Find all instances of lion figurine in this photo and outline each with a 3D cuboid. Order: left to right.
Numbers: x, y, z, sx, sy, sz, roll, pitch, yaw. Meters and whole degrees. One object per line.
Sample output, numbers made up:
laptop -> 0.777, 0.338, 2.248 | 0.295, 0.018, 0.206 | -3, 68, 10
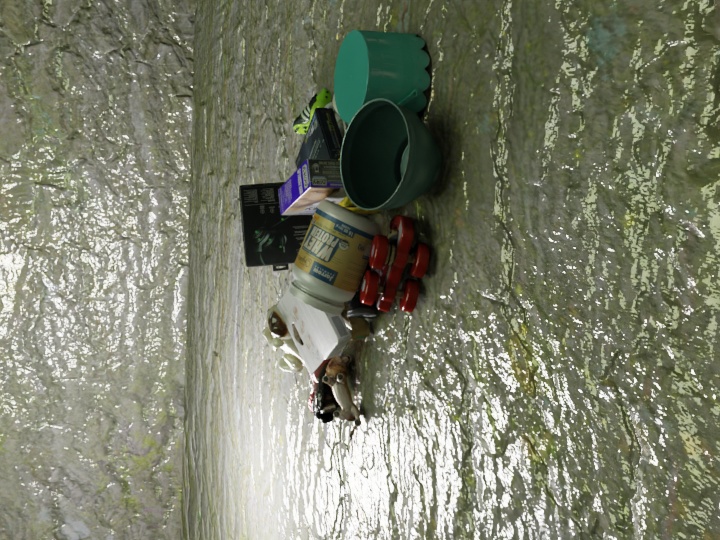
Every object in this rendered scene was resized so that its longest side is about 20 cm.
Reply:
lion figurine -> -0.039, 0.300, 1.732 | 0.122, 0.070, 0.206 | 46, -150, -78

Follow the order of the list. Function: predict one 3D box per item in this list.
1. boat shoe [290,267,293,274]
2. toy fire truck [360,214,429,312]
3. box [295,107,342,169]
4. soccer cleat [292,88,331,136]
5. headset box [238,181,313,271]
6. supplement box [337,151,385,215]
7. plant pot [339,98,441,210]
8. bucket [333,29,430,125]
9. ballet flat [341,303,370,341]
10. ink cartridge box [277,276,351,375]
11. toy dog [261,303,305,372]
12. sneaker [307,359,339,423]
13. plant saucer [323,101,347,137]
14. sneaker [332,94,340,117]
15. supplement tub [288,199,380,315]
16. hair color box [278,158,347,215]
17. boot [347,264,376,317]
boat shoe -> -0.142, 0.004, 1.832 | 0.071, 0.074, 0.206 | -1, 93, 63
toy fire truck -> 0.065, -0.024, 1.473 | 0.170, 0.109, 0.204 | -96, 18, -57
box -> -0.095, -0.261, 1.736 | 0.201, 0.050, 0.161 | 121, 137, -53
soccer cleat -> -0.123, -0.413, 1.905 | 0.199, 0.066, 0.083 | -18, 58, 63
headset box -> -0.196, -0.102, 1.715 | 0.093, 0.169, 0.206 | 179, 84, -80
supplement box -> 0.014, -0.190, 1.555 | 0.199, 0.106, 0.113 | 165, 102, -65
plant pot -> 0.071, -0.210, 1.378 | 0.198, 0.132, 0.207 | -6, 82, 49
bucket -> 0.037, -0.384, 1.465 | 0.206, 0.131, 0.214 | 179, 90, -66
ballet flat -> -0.058, 0.099, 1.707 | 0.198, 0.062, 0.070 | 34, 133, 38
ink cartridge box -> -0.112, 0.116, 1.698 | 0.203, 0.044, 0.177 | 61, 143, 19
toy dog -> -0.172, 0.165, 1.860 | 0.192, 0.140, 0.202 | 25, 154, 43
sneaker -> -0.087, 0.302, 1.833 | 0.098, 0.069, 0.205 | -128, 37, -50
plant saucer -> -0.054, -0.303, 1.760 | 0.199, 0.049, 0.207 | 178, 90, -66
sneaker -> 0.004, -0.364, 1.630 | 0.086, 0.076, 0.202 | -58, 47, 33
supplement tub -> -0.055, -0.027, 1.489 | 0.144, 0.142, 0.204 | 33, 101, 60
hair color box -> -0.094, -0.173, 1.537 | 0.199, 0.106, 0.067 | 149, 116, -63
boot -> 0.000, 0.000, 1.594 | 0.165, 0.064, 0.206 | 81, -173, -85
